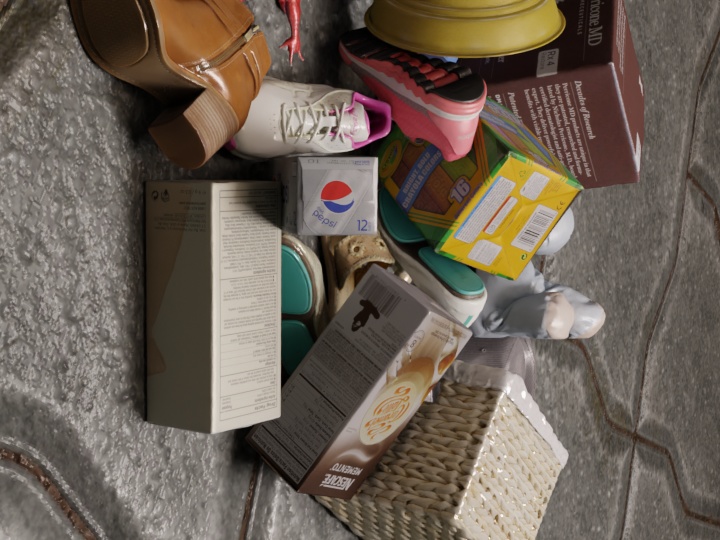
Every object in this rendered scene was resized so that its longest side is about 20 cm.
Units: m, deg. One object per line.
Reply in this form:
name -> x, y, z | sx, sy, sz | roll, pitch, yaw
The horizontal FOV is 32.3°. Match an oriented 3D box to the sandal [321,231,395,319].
sandal -> 0.003, 0.001, 1.240 | 0.077, 0.069, 0.214 | 14, 81, -58

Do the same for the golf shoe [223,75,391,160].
golf shoe -> -0.047, -0.139, 1.126 | 0.199, 0.091, 0.076 | -18, 110, -55

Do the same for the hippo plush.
hippo plush -> 0.173, -0.007, 1.382 | 0.159, 0.198, 0.163 | 3, 86, -63

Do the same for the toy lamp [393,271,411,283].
toy lamp -> 0.054, -0.012, 1.337 | 0.058, 0.058, 0.201 | 60, 45, -42

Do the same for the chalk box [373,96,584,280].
chalk box -> 0.103, -0.108, 1.257 | 0.123, 0.200, 0.125 | 18, 115, -41

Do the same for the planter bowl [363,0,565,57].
planter bowl -> 0.102, -0.282, 1.205 | 0.200, 0.199, 0.084 | -43, 141, -48

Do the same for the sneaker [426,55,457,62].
sneaker -> 0.094, -0.271, 1.332 | 0.074, 0.082, 0.201 | 38, 52, -18

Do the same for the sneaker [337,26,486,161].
sneaker -> 0.040, -0.169, 1.194 | 0.073, 0.200, 0.088 | -21, 132, -28

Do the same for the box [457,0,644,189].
box -> 0.206, -0.198, 1.400 | 0.167, 0.198, 0.165 | -76, 150, -44

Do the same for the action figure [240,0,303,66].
action figure -> -0.037, -0.258, 1.134 | 0.199, 0.065, 0.100 | -25, 128, -33

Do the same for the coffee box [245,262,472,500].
coffee box -> 0.000, 0.106, 1.146 | 0.201, 0.080, 0.114 | -54, 151, 5

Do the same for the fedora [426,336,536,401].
fedora -> 0.149, 0.131, 1.473 | 0.200, 0.089, 0.178 | -50, 133, -44

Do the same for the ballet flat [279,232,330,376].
ballet flat -> -0.060, 0.022, 1.139 | 0.201, 0.067, 0.063 | 84, 18, -47

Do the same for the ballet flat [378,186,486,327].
ballet flat -> 0.060, -0.009, 1.257 | 0.069, 0.200, 0.070 | -17, 134, -19

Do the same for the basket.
basket -> 0.077, 0.198, 1.264 | 0.200, 0.196, 0.162 | 53, 52, -48

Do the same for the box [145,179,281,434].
box -> -0.121, 0.026, 1.029 | 0.095, 0.077, 0.203 | -4, 97, -55

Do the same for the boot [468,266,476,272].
boot -> 0.175, -0.090, 1.501 | 0.200, 0.065, 0.167 | -33, 134, -50

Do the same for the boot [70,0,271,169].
boot -> -0.140, -0.199, 0.987 | 0.201, 0.076, 0.156 | 58, 36, -25

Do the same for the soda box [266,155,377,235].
soda box -> -0.036, -0.065, 1.061 | 0.200, 0.067, 0.064 | -160, -110, -78
